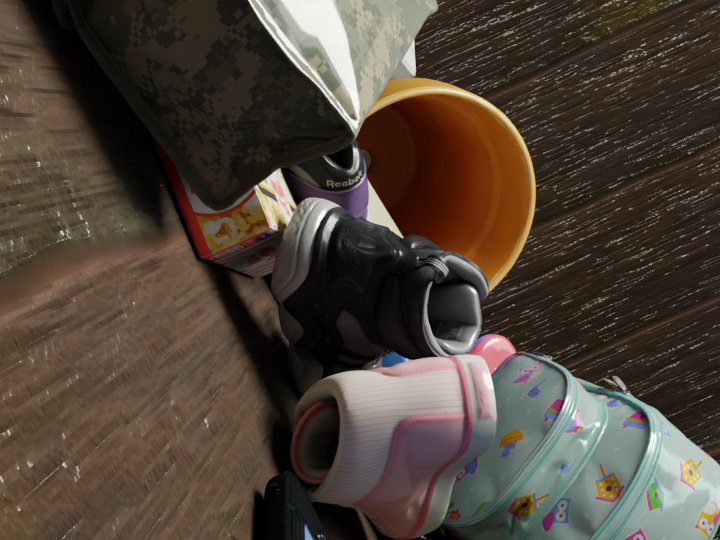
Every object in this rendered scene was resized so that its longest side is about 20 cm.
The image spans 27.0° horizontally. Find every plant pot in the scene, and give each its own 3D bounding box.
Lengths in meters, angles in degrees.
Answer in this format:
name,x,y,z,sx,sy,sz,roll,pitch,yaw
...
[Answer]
name,x,y,z,sx,sy,sz,roll,pitch,yaw
plant pot,0.024,-0.078,1.305,0.200,0.200,0.183,63,-9,-25

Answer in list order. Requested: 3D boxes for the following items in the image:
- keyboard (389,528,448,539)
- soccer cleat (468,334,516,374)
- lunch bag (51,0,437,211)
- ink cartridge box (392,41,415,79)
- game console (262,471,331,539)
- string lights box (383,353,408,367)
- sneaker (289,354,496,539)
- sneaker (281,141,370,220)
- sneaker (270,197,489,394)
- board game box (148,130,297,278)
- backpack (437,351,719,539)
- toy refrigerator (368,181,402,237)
name,x,y,z,sx,sy,sz,roll,pitch,yaw
keyboard,0.028,0.185,1.022,0.104,0.040,0.200,30,-28,58
soccer cleat,0.083,0.146,1.149,0.076,0.067,0.200,13,-76,58
lunch bag,-0.072,-0.161,0.777,0.200,0.118,0.164,53,35,-19
ink cartridge box,-0.011,-0.245,1.095,0.145,0.085,0.200,13,74,-80
game console,0.041,0.181,0.659,0.200,0.116,0.176,-99,164,-72
string lights box,-0.003,0.046,1.090,0.103,0.059,0.200,-106,172,-61
sneaker,0.003,0.107,0.867,0.200,0.105,0.075,113,-33,-61
sneaker,-0.049,-0.113,1.011,0.200,0.076,0.088,54,-25,30
sneaker,0.017,0.037,0.903,0.200,0.114,0.076,76,34,-59
board game box,-0.095,-0.099,0.903,0.152,0.046,0.200,33,34,-80
backpack,0.140,0.155,1.022,0.153,0.176,0.200,45,-12,-27
toy refrigerator,0.000,0.000,1.170,0.200,0.070,0.076,58,17,-27
